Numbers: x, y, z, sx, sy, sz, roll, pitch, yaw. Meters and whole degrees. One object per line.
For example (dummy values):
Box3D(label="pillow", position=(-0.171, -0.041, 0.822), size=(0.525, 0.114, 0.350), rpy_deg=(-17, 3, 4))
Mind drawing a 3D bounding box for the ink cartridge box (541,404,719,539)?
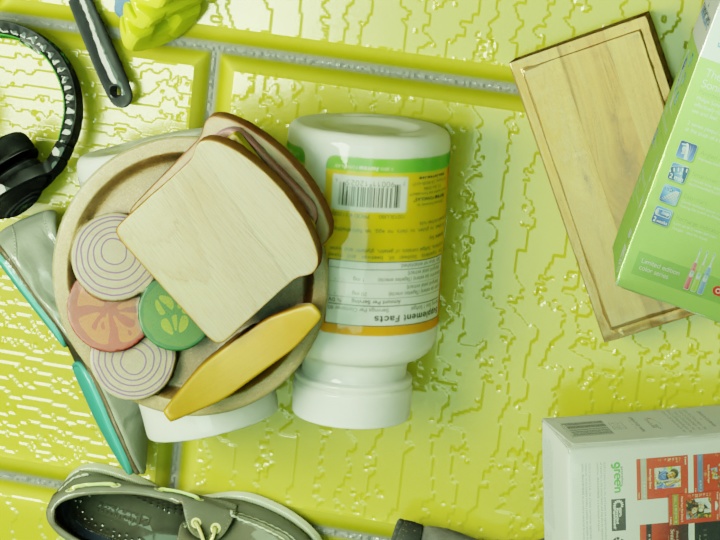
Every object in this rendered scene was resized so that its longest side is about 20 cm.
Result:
Box3D(label="ink cartridge box", position=(0.217, 0.200, 1.616), size=(0.174, 0.084, 0.202), rpy_deg=(-3, 101, -8))

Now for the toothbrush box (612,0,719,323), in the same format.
Box3D(label="toothbrush box", position=(0.261, -0.068, 1.524), size=(0.145, 0.086, 0.201), rpy_deg=(18, 108, -1))

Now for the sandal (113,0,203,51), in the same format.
Box3D(label="sandal", position=(-0.132, -0.232, 1.587), size=(0.087, 0.079, 0.200), rpy_deg=(55, 140, 13))

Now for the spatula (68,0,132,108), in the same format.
Box3D(label="spatula", position=(-0.207, -0.205, 1.663), size=(0.056, 0.021, 0.201), rpy_deg=(-23, 98, 27))

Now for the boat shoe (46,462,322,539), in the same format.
Box3D(label="boat shoe", position=(-0.127, 0.190, 1.705), size=(0.200, 0.060, 0.073), rpy_deg=(14, 103, 9))

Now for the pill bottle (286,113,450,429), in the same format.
Box3D(label="pill bottle", position=(0.000, 0.000, 1.616), size=(0.110, 0.111, 0.202), rpy_deg=(6, 102, 10))

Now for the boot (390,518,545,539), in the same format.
Box3D(label="boot", position=(0.073, 0.278, 1.682), size=(0.131, 0.070, 0.201), rpy_deg=(10, 107, 4))

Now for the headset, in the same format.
Box3D(label="headset", position=(-0.275, -0.079, 1.690), size=(0.123, 0.094, 0.201), rpy_deg=(32, 90, 8))

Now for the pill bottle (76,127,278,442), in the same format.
Box3D(label="pill bottle", position=(-0.121, 0.009, 1.641), size=(0.113, 0.114, 0.201), rpy_deg=(-9, 98, 13))

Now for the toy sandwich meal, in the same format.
Box3D(label="toy sandwich meal", position=(-0.108, 0.004, 1.544), size=(0.204, 0.070, 0.207), rpy_deg=(1, 100, 6))

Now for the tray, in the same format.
Box3D(label="tray", position=(0.179, -0.062, 1.608), size=(0.098, 0.037, 0.201), rpy_deg=(-18, 98, 14))

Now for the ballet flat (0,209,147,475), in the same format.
Box3D(label="ballet flat", position=(-0.187, 0.048, 1.691), size=(0.063, 0.067, 0.201), rpy_deg=(-32, 96, -12))
